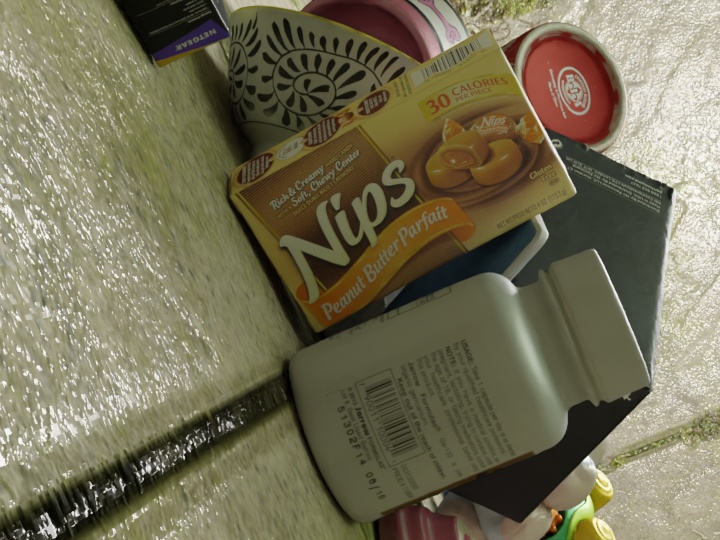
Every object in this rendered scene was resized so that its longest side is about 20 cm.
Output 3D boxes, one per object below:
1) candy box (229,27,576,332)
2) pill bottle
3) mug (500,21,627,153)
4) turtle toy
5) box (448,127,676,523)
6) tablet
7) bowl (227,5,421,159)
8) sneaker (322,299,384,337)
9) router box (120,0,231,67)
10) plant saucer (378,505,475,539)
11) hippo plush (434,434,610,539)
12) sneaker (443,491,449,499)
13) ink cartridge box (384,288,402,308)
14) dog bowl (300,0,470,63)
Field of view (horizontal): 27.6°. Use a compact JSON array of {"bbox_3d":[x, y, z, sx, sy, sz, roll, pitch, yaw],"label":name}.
[{"bbox_3d":[0.027,-0.058,0.968,0.116,0.199,0.055,59,10,-22],"label":"candy box"},{"bbox_3d":[0.067,0.066,0.894,0.114,0.199,0.115,-23,90,-84],"label":"pill bottle"},{"bbox_3d":[0.129,-0.099,1.194,0.178,0.134,0.200,45,-31,-9],"label":"mug"},{"bbox_3d":[0.161,0.230,1.406,0.101,0.146,0.200,40,27,-15],"label":"turtle toy"},{"bbox_3d":[0.126,0.041,1.083,0.200,0.123,0.199,122,-12,-46],"label":"box"},{"bbox_3d":[0.054,0.025,1.023,0.014,0.200,0.130,36,17,-18],"label":"tablet"},{"bbox_3d":[-0.025,-0.106,1.092,0.095,0.200,0.201,-67,161,-11],"label":"bowl"},{"bbox_3d":[0.000,0.000,1.092,0.200,0.088,0.075,58,9,-57],"label":"sneaker"},{"bbox_3d":[-0.146,-0.247,0.904,0.200,0.052,0.158,-107,172,-47],"label":"router box"},{"bbox_3d":[0.073,0.246,0.986,0.201,0.051,0.201,-23,90,-83],"label":"plant saucer"},{"bbox_3d":[0.103,0.119,1.216,0.161,0.159,0.200,52,30,-21],"label":"hippo plush"},{"bbox_3d":[0.121,0.253,1.271,0.088,0.075,0.201,55,12,-60],"label":"sneaker"},{"bbox_3d":[0.029,0.011,1.405,0.200,0.067,0.117,-96,162,-70],"label":"ink cartridge box"},{"bbox_3d":[0.005,-0.177,1.372,0.074,0.200,0.201,-20,86,-64],"label":"dog bowl"}]
